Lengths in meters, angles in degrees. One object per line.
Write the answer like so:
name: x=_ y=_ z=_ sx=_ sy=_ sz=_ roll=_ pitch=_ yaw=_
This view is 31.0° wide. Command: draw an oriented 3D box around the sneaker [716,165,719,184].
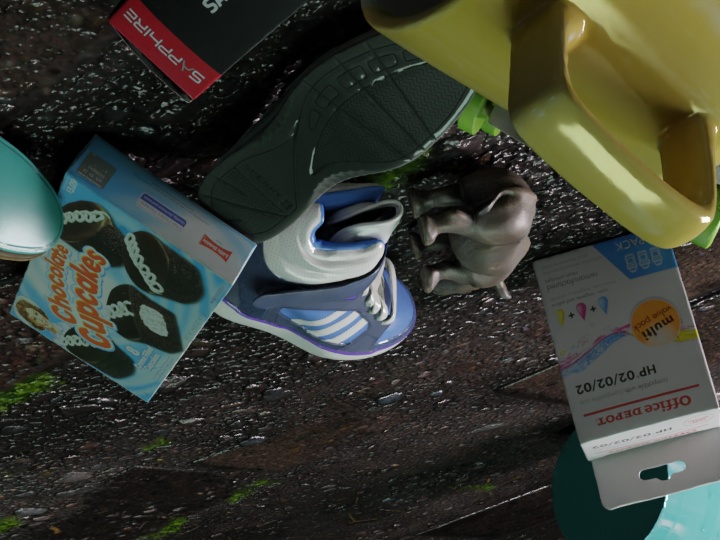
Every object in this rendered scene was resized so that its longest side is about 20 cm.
sneaker: x=0.240 y=-0.063 z=0.792 sx=0.079 sy=0.072 sz=0.200 roll=-8 pitch=-160 yaw=14

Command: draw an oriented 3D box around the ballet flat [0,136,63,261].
ballet flat: x=-0.245 y=-0.056 z=0.687 sx=0.071 sy=0.069 sz=0.199 roll=1 pitch=165 yaw=30

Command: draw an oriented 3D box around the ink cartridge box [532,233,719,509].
ink cartridge box: x=0.221 y=0.079 z=1.053 sx=0.114 sy=0.202 sz=0.068 roll=-16 pitch=158 yaw=11

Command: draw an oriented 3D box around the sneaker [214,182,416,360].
sneaker: x=0.000 y=0.000 z=0.909 sx=0.198 sy=0.082 sz=0.146 roll=15 pitch=150 yaw=-38

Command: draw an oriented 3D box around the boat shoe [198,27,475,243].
boat shoe: x=-0.012 y=-0.086 z=0.734 sx=0.074 sy=0.065 sz=0.201 roll=43 pitch=128 yaw=-17

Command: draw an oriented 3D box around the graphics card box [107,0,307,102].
graphics card box: x=-0.002 y=-0.159 z=0.473 sx=0.051 sy=0.126 sz=0.199 roll=42 pitch=133 yaw=-20

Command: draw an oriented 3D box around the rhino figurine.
rhino figurine: x=0.082 y=-0.016 z=0.944 sx=0.086 sy=0.061 sz=0.200 roll=-13 pitch=160 yaw=-2

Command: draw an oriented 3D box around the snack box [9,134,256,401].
snack box: x=-0.151 y=0.007 z=0.828 sx=0.115 sy=0.037 sz=0.200 roll=34 pitch=146 yaw=-6

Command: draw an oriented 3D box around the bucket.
bucket: x=0.340 y=0.271 z=1.582 sx=0.134 sy=0.210 sz=0.206 roll=20 pitch=142 yaw=-38

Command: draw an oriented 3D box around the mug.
mug: x=0.095 y=-0.100 z=0.526 sx=0.153 sy=0.188 sz=0.149 roll=36 pitch=161 yaw=-27

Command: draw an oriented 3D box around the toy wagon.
toy wagon: x=0.143 y=-0.069 z=0.763 sx=0.040 sy=0.154 sz=0.200 roll=-65 pitch=168 yaw=12
